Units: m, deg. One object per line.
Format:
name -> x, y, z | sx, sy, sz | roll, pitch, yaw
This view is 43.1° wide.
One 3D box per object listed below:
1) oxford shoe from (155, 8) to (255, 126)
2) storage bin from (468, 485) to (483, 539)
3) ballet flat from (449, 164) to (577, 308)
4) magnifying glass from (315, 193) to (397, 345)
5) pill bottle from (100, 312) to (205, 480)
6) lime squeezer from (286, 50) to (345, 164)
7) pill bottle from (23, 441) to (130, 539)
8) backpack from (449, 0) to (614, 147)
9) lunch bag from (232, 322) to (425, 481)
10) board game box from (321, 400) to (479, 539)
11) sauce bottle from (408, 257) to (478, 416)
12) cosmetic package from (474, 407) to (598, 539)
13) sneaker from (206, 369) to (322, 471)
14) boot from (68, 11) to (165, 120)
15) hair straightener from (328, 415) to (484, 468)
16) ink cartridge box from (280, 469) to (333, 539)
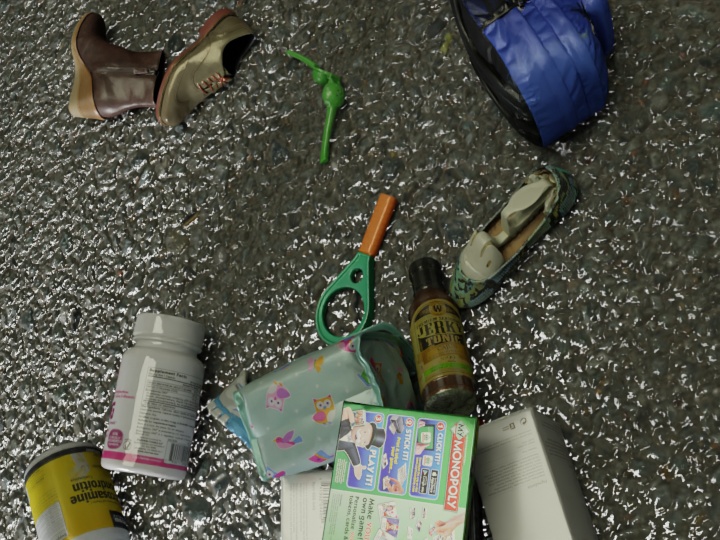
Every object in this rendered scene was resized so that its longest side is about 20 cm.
oxford shoe -> -0.234, -0.296, 1.369 | 0.074, 0.070, 0.202 | 36, 94, 29
storage bin -> 0.050, 0.300, 0.877 | 0.132, 0.094, 0.205 | -4, 71, 12
ballet flat -> 0.164, -0.043, 1.047 | 0.201, 0.074, 0.074 | -50, 56, 7
magnifying glass -> 0.000, 0.000, 1.157 | 0.078, 0.022, 0.204 | 18, 83, 34
pill bottle -> -0.268, 0.167, 1.204 | 0.111, 0.113, 0.205 | 0, 73, 30
lime squeezer -> -0.053, -0.250, 1.273 | 0.071, 0.037, 0.203 | -49, 51, 45
pill bottle -> -0.368, 0.339, 1.206 | 0.111, 0.112, 0.202 | -38, 59, 14
backpack -> 0.206, -0.262, 1.040 | 0.166, 0.162, 0.203 | -30, 60, 14
lunch bag -> -0.020, 0.141, 1.019 | 0.168, 0.199, 0.124 | -25, 81, 19
board game box -> 0.033, 0.230, 0.840 | 0.131, 0.029, 0.205 | 5, 72, 14
sauce bottle -> 0.086, 0.072, 1.035 | 0.064, 0.065, 0.203 | -28, 45, 19
cosmetic package -> 0.182, 0.253, 0.912 | 0.084, 0.107, 0.204 | -23, 62, 20
sneaker -> -0.106, 0.190, 1.128 | 0.199, 0.075, 0.087 | 34, 83, 32
boot -> -0.390, -0.342, 1.491 | 0.162, 0.072, 0.205 | -6, 69, 16
hair straightener -> 0.040, 0.195, 1.033 | 0.196, 0.077, 0.042 | -14, 68, 26
ink cartridge box -> 0.019, 0.290, 0.983 | 0.195, 0.085, 0.149 | -7, 70, 14
